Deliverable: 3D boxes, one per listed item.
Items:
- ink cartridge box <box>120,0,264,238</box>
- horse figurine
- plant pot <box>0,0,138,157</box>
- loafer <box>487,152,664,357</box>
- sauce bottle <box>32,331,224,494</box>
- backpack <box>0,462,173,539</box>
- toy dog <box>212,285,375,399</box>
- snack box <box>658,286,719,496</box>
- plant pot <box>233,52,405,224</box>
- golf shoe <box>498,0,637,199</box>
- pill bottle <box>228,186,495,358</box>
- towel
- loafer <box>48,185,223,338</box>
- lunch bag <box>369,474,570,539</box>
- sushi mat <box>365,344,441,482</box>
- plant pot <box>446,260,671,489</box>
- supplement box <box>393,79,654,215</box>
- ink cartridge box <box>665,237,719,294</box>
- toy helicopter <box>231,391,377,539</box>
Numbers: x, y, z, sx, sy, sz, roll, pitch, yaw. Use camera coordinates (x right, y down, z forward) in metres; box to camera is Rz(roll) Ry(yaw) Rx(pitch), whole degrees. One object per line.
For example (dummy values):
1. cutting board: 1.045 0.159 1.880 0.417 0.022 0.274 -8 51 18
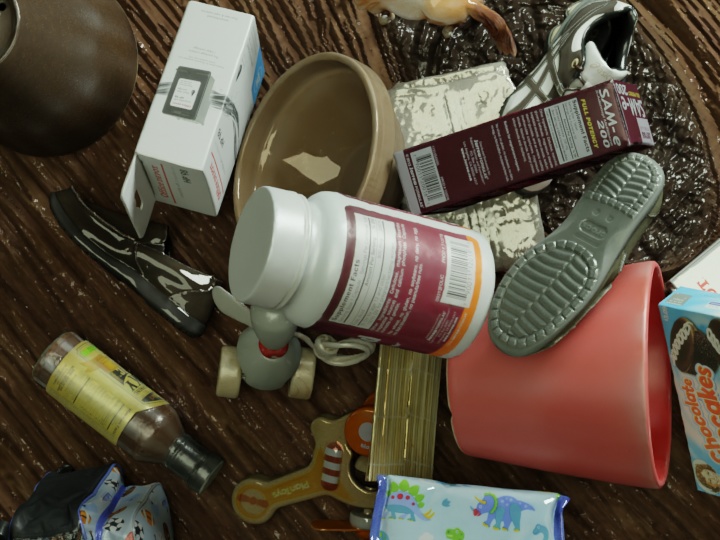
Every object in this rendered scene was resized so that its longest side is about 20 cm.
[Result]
1. ink cartridge box: -0.151 -0.130 1.329 0.066 0.116 0.201 14 72 6
2. horse figurine: 0.050 -0.245 1.324 0.199 0.133 0.050 13 90 7
3. plant pot: -0.326 -0.210 1.340 0.186 0.200 0.188 0 88 8
4. loafer: 0.186 -0.003 1.190 0.200 0.070 0.075 -48 57 -4
5. sauce bottle: -0.220 0.139 1.380 0.200 0.065 0.065 37 93 6
6. backpack: -0.243 0.288 1.324 0.153 0.200 0.191 -2 100 9
7. toy dog: -0.077 0.049 1.317 0.131 0.200 0.097 12 62 -25
8. snack box: 0.330 0.115 1.243 0.037 0.116 0.201 -34 120 -32
9. plant pot: -0.022 -0.092 1.327 0.200 0.092 0.202 -19 64 44
10. golf shoe: 0.187 -0.161 1.302 0.078 0.094 0.201 26 82 -18
11. pill bottle: 0.000 0.000 1.192 0.199 0.114 0.115 14 89 -23
12. towel: 0.097 -0.090 1.361 0.132 0.034 0.201 -10 87 8
13. loafer: -0.213 -0.020 1.388 0.200 0.073 0.071 40 83 2
14. lunch bag: 0.091 0.260 1.268 0.169 0.200 0.128 6 63 5
15. sushi mat: 0.044 0.091 1.294 0.012 0.095 0.201 -2 79 40
16. plant pot: 0.177 0.093 1.273 0.176 0.200 0.201 -3 87 18
17. supplement box: 0.141 -0.104 1.237 0.199 0.109 0.061 -17 88 22
18. ink cartridge box: 0.395 0.005 1.291 0.200 0.083 0.147 -39 83 5
19. toy helicopter: -0.027 0.202 1.357 0.199 0.079 0.133 -20 94 17
